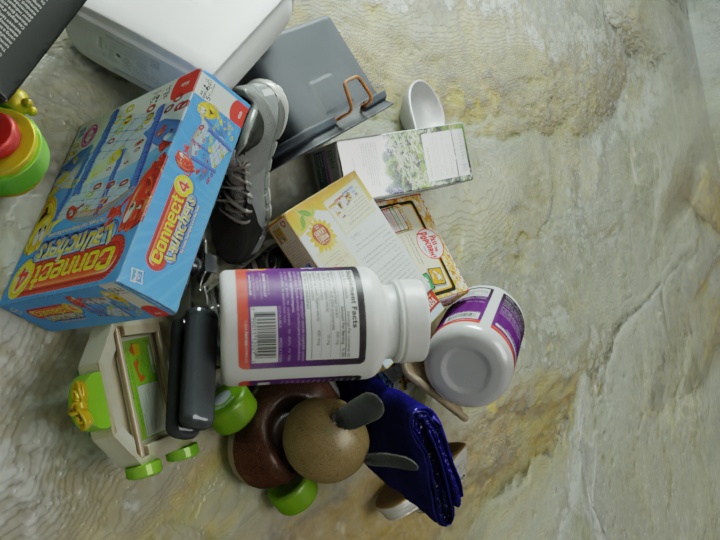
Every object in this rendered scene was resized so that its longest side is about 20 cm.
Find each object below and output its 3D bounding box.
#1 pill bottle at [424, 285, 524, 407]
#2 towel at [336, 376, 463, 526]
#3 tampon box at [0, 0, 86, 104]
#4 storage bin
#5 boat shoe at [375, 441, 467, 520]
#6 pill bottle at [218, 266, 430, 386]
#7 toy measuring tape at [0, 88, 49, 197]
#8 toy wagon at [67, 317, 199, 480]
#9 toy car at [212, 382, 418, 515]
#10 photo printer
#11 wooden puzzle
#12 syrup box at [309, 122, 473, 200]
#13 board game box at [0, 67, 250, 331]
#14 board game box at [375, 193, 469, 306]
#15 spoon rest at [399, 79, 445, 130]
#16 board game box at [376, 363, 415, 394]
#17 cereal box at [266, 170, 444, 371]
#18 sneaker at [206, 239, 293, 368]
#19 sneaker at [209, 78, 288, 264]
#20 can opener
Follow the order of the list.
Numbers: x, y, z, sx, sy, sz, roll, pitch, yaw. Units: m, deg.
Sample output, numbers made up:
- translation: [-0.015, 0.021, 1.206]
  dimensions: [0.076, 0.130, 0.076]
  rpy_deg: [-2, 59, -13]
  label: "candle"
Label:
- translation: [0.157, 0.090, 1.043]
  dimensions: [0.200, 0.112, 0.113]
  rpy_deg: [-46, 120, -64]
  label: "pill bottle"
- translation: [0.039, 0.184, 0.894]
  dimensions: [0.049, 0.200, 0.149]
  rpy_deg: [-24, 111, -23]
  label: "towel"
- translation: [-0.305, -0.224, 0.615]
  dimensions: [0.126, 0.149, 0.201]
  rpy_deg: [46, 52, -34]
  label: "tampon box"
- translation: [-0.069, -0.211, 0.918]
  dimensions: [0.200, 0.145, 0.135]
  rpy_deg: [-39, 104, -46]
  label: "storage bin"
- translation: [0.095, 0.301, 1.076]
  dimensions: [0.199, 0.070, 0.070]
  rpy_deg: [-19, 97, -51]
  label: "boat shoe"
- translation: [-0.037, 0.052, 0.767]
  dimensions: [0.198, 0.111, 0.112]
  rpy_deg: [-1, 84, -11]
  label: "pill bottle"
- translation: [-0.305, -0.064, 0.647]
  dimensions: [0.073, 0.073, 0.202]
  rpy_deg: [33, 58, -42]
  label: "toy measuring tape"
- translation: [-0.207, 0.106, 0.709]
  dimensions: [0.200, 0.039, 0.157]
  rpy_deg: [-1, 78, -74]
  label: "toy wagon"
- translation: [-0.035, 0.165, 0.840]
  dimensions: [0.165, 0.199, 0.158]
  rpy_deg: [58, 46, -26]
  label: "toy car"
- translation: [-0.168, -0.262, 0.792]
  dimensions: [0.166, 0.070, 0.201]
  rpy_deg: [29, 54, 3]
  label: "photo printer"
- translation: [0.088, 0.094, 1.088]
  dimensions: [0.185, 0.046, 0.201]
  rpy_deg: [43, 36, -50]
  label: "wooden puzzle"
- translation: [0.041, -0.136, 1.023]
  dimensions: [0.199, 0.081, 0.079]
  rpy_deg: [-14, 95, -27]
  label: "syrup box"
- translation: [-0.204, -0.054, 0.672]
  dimensions: [0.056, 0.199, 0.197]
  rpy_deg: [36, 57, -38]
  label: "board game box"
- translation: [0.027, -0.010, 0.992]
  dimensions: [0.199, 0.046, 0.152]
  rpy_deg: [-13, 72, -39]
  label: "board game box"
- translation: [0.081, -0.195, 1.144]
  dimensions: [0.099, 0.060, 0.201]
  rpy_deg: [48, 51, -34]
  label: "spoon rest"
- translation: [0.000, 0.101, 1.020]
  dimensions: [0.126, 0.034, 0.201]
  rpy_deg: [-44, 117, -45]
  label: "board game box"
- translation: [0.000, 0.000, 0.890]
  dimensions: [0.201, 0.039, 0.144]
  rpy_deg: [57, 42, -4]
  label: "cereal box"
- translation: [-0.110, 0.029, 0.857]
  dimensions: [0.200, 0.087, 0.074]
  rpy_deg: [-52, 121, -43]
  label: "sneaker"
- translation: [-0.135, -0.096, 0.801]
  dimensions: [0.115, 0.074, 0.202]
  rpy_deg: [-39, 143, -71]
  label: "sneaker"
- translation: [-0.172, 0.054, 0.738]
  dimensions: [0.067, 0.053, 0.201]
  rpy_deg: [20, 51, -34]
  label: "can opener"
